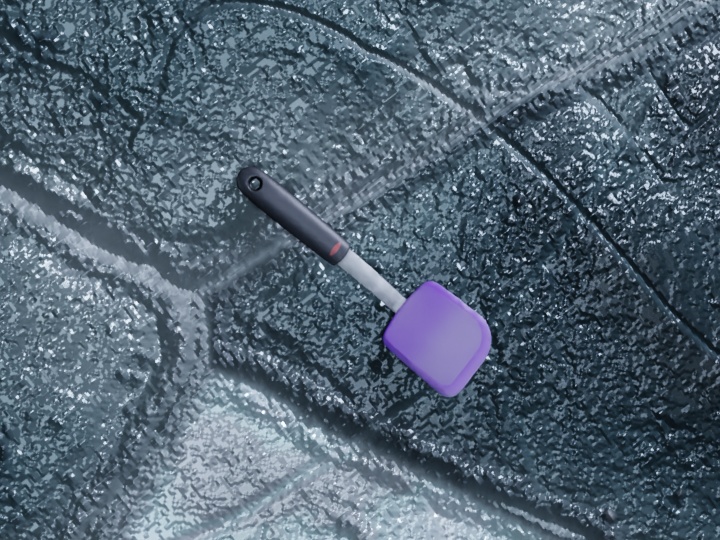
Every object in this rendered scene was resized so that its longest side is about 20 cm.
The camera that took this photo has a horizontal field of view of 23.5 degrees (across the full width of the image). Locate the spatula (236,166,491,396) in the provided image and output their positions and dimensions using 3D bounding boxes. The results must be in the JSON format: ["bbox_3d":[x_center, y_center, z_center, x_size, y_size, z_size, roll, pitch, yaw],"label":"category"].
[{"bbox_3d":[0.000,0.000,1.109,0.200,0.021,0.057,40,86,-12],"label":"spatula"}]
